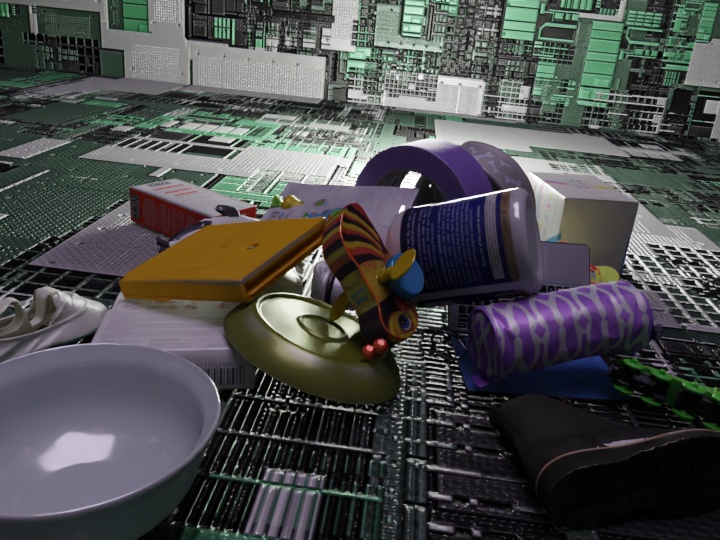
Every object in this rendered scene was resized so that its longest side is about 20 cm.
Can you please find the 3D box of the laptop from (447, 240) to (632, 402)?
[{"bbox_3d":[0.205,0.048,0.772,0.184,0.204,0.116,4,-12,-4],"label":"laptop"}]

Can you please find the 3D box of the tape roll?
[{"bbox_3d":[0.089,-0.084,0.947,0.198,0.203,0.085,18,25,29],"label":"tape roll"}]

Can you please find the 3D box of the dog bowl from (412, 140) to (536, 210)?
[{"bbox_3d":[0.164,-0.092,0.997,0.198,0.203,0.059,18,35,29],"label":"dog bowl"}]

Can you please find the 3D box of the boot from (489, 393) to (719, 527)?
[{"bbox_3d":[0.227,0.148,0.587,0.196,0.079,0.138,1,17,-14],"label":"boot"}]

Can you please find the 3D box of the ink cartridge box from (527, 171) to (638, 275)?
[{"bbox_3d":[0.358,-0.086,1.117,0.123,0.131,0.200,3,21,-7],"label":"ink cartridge box"}]

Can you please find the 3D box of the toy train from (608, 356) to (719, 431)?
[{"bbox_3d":[0.354,0.136,0.667,0.198,0.042,0.056,22,17,23],"label":"toy train"}]

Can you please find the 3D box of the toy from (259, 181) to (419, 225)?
[{"bbox_3d":[-0.028,-0.073,0.890,0.197,0.048,0.116,8,39,17],"label":"toy"}]

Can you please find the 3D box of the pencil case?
[{"bbox_3d":[0.213,0.065,0.700,0.197,0.087,0.084,-7,28,-13],"label":"pencil case"}]

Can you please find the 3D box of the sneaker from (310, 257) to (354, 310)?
[{"bbox_3d":[0.000,0.000,0.893,0.113,0.076,0.201,7,27,3],"label":"sneaker"}]

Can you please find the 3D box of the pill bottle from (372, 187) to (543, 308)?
[{"bbox_3d":[0.098,-0.019,0.739,0.197,0.118,0.116,-9,16,23],"label":"pill bottle"}]

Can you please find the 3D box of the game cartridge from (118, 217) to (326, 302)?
[{"bbox_3d":[-0.160,-0.014,0.771,0.197,0.033,0.176,-2,24,32],"label":"game cartridge"}]

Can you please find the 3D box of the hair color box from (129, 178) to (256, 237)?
[{"bbox_3d":[-0.275,-0.094,1.069,0.198,0.062,0.101,21,26,31],"label":"hair color box"}]

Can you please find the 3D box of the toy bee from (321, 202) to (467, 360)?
[{"bbox_3d":[0.025,0.031,0.660,0.199,0.132,0.109,36,41,9],"label":"toy bee"}]

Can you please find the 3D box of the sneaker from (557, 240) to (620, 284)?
[{"bbox_3d":[0.298,0.003,0.932,0.197,0.092,0.078,-4,22,-27],"label":"sneaker"}]

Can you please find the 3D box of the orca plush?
[{"bbox_3d":[-0.215,-0.025,0.951,0.071,0.106,0.199,-36,0,42],"label":"orca plush"}]

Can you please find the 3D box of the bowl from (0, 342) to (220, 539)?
[{"bbox_3d":[-0.202,0.139,0.472,0.197,0.092,0.202,5,22,-2],"label":"bowl"}]

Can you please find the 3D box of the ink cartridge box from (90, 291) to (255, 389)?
[{"bbox_3d":[-0.199,0.071,0.718,0.158,0.051,0.200,0,13,-12],"label":"ink cartridge box"}]

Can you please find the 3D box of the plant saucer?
[{"bbox_3d":[-0.044,0.071,0.685,0.197,0.031,0.200,20,15,-6],"label":"plant saucer"}]

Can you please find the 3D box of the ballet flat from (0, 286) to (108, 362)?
[{"bbox_3d":[-0.343,0.054,0.681,0.069,0.071,0.199,16,24,24],"label":"ballet flat"}]

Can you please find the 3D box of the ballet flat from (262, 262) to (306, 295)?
[{"bbox_3d":[-0.104,0.001,0.862,0.068,0.071,0.200,3,18,-7],"label":"ballet flat"}]
